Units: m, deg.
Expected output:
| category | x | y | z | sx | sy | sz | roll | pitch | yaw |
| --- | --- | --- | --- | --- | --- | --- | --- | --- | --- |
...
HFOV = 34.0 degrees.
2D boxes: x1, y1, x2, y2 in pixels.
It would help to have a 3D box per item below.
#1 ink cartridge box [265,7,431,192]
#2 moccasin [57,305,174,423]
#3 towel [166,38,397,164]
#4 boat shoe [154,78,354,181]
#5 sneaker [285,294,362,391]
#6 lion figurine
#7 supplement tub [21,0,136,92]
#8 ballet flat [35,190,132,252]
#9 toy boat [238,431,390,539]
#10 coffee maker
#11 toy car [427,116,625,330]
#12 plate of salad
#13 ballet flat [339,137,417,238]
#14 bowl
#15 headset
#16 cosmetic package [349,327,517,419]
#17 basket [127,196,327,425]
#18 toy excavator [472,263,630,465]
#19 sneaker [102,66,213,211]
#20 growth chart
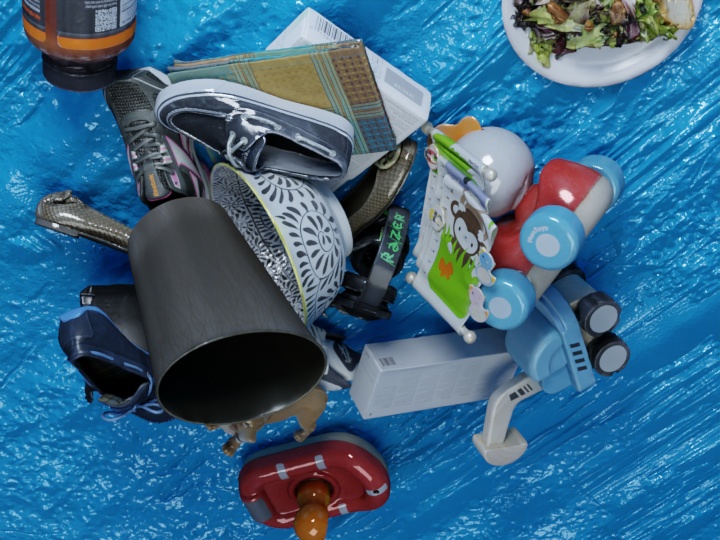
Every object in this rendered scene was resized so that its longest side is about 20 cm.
| category | x | y | z | sx | sy | sz | roll | pitch | yaw |
| --- | --- | --- | --- | --- | --- | --- | --- | --- | --- |
| ink cartridge box | -0.050 | -0.162 | 1.230 | 0.161 | 0.050 | 0.200 | 31 | 140 | -25 |
| moccasin | -0.251 | 0.115 | 1.209 | 0.080 | 0.068 | 0.200 | -26 | 139 | 14 |
| towel | -0.075 | -0.164 | 1.180 | 0.200 | 0.022 | 0.147 | -5 | 140 | 16 |
| boat shoe | -0.106 | -0.130 | 1.156 | 0.200 | 0.068 | 0.072 | 14 | 141 | -8 |
| sneaker | -0.053 | 0.087 | 1.385 | 0.130 | 0.080 | 0.199 | 1 | 142 | -13 |
| lion figurine | -0.096 | 0.156 | 1.346 | 0.200 | 0.072 | 0.122 | -14 | 157 | -50 |
| supplement tub | -0.258 | -0.267 | 1.082 | 0.107 | 0.107 | 0.200 | 6 | 128 | -8 |
| ballet flat | -0.254 | -0.042 | 1.291 | 0.200 | 0.067 | 0.046 | 18 | 84 | -14 |
| toy boat | -0.059 | 0.297 | 1.531 | 0.200 | 0.131 | 0.131 | -16 | 128 | 10 |
| coffee maker | -0.208 | 0.077 | 1.312 | 0.200 | 0.192 | 0.135 | -4 | 89 | -14 |
| toy car | 0.147 | -0.075 | 1.251 | 0.200 | 0.184 | 0.177 | 38 | 127 | 7 |
| plate of salad | 0.239 | -0.262 | 1.151 | 0.200 | 0.048 | 0.200 | -2 | 130 | -2 |
| ballet flat | -0.005 | -0.073 | 1.283 | 0.046 | 0.067 | 0.200 | 31 | 127 | -15 |
| bowl | -0.070 | -0.037 | 1.231 | 0.094 | 0.201 | 0.201 | -27 | 132 | -20 |
| headset | 0.000 | 0.000 | 1.312 | 0.094 | 0.124 | 0.200 | 19 | 151 | -4 |
| cosmetic package | 0.091 | 0.120 | 1.407 | 0.200 | 0.051 | 0.083 | -5 | 131 | -28 |
| basket | -0.149 | 0.034 | 1.174 | 0.180 | 0.200 | 0.136 | 6 | 131 | -38 |
| toy excavator | 0.206 | 0.115 | 1.381 | 0.200 | 0.100 | 0.195 | -26 | 126 | -6 |
| sneaker | -0.204 | -0.115 | 1.214 | 0.080 | 0.086 | 0.200 | -13 | 128 | 16 |
| growth chart | 0.096 | -0.037 | 1.212 | 0.018 | 0.145 | 0.200 | -9 | 119 | -30 |
